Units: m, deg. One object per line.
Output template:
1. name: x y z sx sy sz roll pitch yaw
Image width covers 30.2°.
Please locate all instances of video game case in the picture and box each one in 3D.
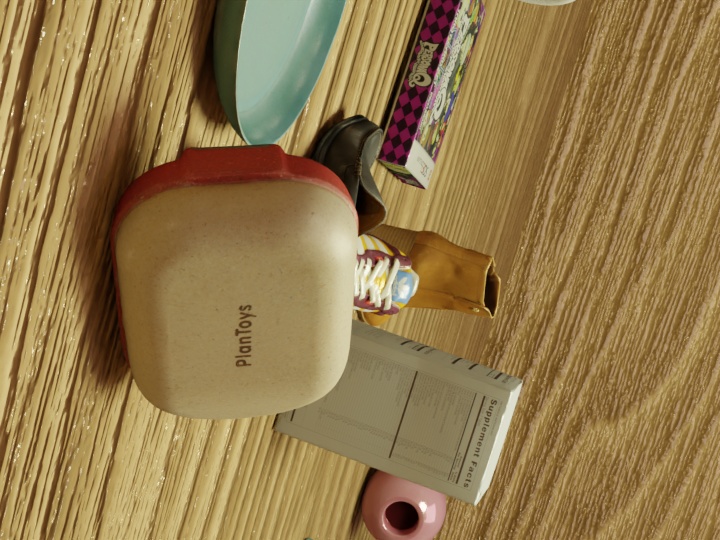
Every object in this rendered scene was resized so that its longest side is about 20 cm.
1. video game case: 0.073 -0.189 1.331 0.181 0.035 0.202 23 86 -81

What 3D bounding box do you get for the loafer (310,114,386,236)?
1. loafer: -0.014 -0.050 1.030 0.201 0.072 0.073 -61 165 -45

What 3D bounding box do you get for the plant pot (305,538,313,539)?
1. plant pot: -0.023 0.440 1.573 0.201 0.159 0.203 19 90 -80

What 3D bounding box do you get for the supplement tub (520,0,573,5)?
1. supplement tub: 0.185 -0.377 1.290 0.144 0.143 0.202 66 44 -74

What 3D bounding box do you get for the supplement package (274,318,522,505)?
1. supplement package: 0.038 0.126 1.246 0.109 0.198 0.115 -5 114 -78

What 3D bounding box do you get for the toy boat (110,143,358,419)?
1. toy boat: -0.073 -0.008 0.755 0.201 0.129 0.132 96 -12 -49

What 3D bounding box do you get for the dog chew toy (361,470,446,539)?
1. dog chew toy: 0.067 0.329 1.970 0.200 0.123 0.126 -59 166 -78

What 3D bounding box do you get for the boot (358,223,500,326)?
1. boot: 0.074 0.026 1.409 0.202 0.143 0.071 88 24 -62

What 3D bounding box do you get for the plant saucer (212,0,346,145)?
1. plant saucer: -0.044 -0.173 0.799 0.200 0.027 0.202 20 90 -80

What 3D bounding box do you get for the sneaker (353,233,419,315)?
1. sneaker: 0.000 0.000 1.135 0.200 0.089 0.076 -22 130 -76
